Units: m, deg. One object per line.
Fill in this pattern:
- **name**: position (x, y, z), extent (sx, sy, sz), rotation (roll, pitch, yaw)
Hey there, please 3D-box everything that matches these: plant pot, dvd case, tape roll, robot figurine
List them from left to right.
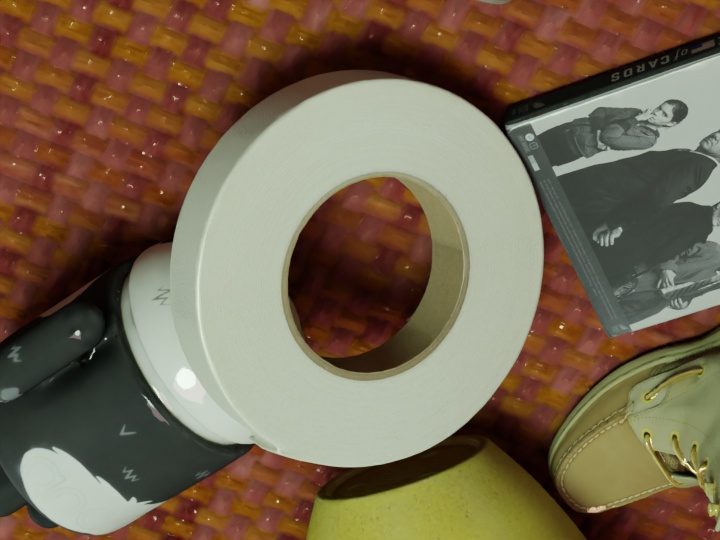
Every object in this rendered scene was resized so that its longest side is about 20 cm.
- **robot figurine**: position (-0.123, 0.062, 1.318), extent (0.200, 0.150, 0.125), rotation (-32, 99, 25)
- **tape roll**: position (0.000, 0.000, 1.244), extent (0.202, 0.037, 0.203), rotation (-7, 104, -27)
- **plant pot**: position (0.045, 0.175, 1.362), extent (0.200, 0.200, 0.142), rotation (-16, 98, 15)
- **dvd case**: position (0.194, -0.053, 1.269), extent (0.200, 0.025, 0.150), rotation (-19, 123, 16)

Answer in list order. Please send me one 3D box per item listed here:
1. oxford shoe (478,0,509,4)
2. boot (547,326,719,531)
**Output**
- **oxford shoe**: position (0.086, -0.171, 1.174), extent (0.200, 0.071, 0.073), rotation (-3, 146, 12)
- **boot**: position (0.185, 0.108, 1.305), extent (0.200, 0.156, 0.073), rotation (-29, 119, 23)
